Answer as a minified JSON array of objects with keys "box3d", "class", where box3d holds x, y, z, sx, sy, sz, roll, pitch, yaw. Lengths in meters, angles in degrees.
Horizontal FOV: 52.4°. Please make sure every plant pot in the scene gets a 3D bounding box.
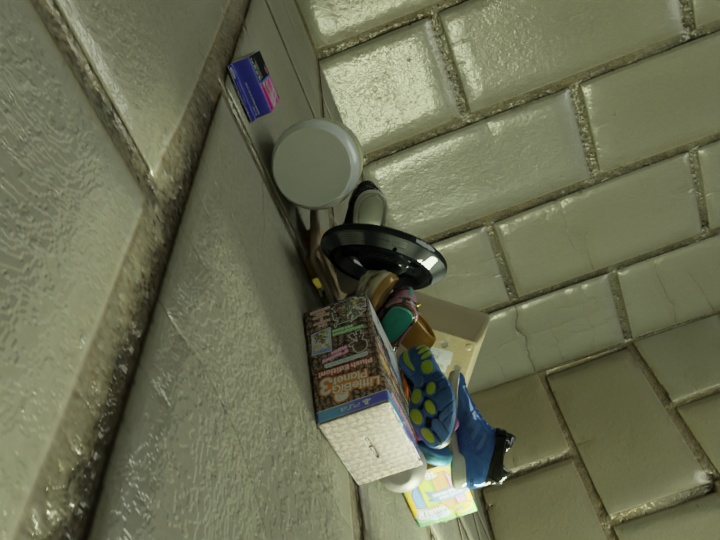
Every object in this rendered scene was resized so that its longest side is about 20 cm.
[{"box3d":[0.176,0.184,1.662,0.177,0.199,0.200,-59,166,-78],"class":"plant pot"}]

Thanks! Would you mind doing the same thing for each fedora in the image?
[{"box3d":[0.071,0.104,1.309,0.201,0.082,0.201,42,8,-8],"class":"fedora"}]

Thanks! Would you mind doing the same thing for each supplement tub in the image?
[{"box3d":[-0.070,-0.179,1.216,0.200,0.145,0.145,-79,148,-78],"class":"supplement tub"}]

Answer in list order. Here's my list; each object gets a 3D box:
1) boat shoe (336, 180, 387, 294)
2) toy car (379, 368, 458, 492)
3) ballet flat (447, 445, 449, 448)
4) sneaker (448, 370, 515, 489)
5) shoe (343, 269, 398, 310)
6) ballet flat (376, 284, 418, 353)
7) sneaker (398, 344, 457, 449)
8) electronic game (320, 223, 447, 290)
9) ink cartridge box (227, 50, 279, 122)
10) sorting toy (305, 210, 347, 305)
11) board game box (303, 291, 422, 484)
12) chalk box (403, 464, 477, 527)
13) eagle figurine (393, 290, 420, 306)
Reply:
[{"box3d":[-0.001,-0.053,1.223,0.060,0.074,0.200,-107,-158,-57],"class":"boat shoe"},{"box3d":[0.084,0.253,1.204,0.175,0.150,0.200,-41,111,-83],"class":"toy car"},{"box3d":[0.119,0.289,1.333,0.067,0.200,0.046,-64,155,-22],"class":"ballet flat"},{"box3d":[0.206,0.270,1.256,0.077,0.111,0.200,80,8,-66],"class":"sneaker"},{"box3d":[0.008,0.039,1.133,0.053,0.070,0.200,38,-20,2],"class":"shoe"},{"box3d":[0.036,0.097,1.154,0.069,0.200,0.071,30,39,-4],"class":"ballet flat"},{"box3d":[0.106,0.187,1.068,0.083,0.071,0.200,61,7,-27],"class":"sneaker"},{"box3d":[0.035,-0.020,1.129,0.200,0.200,0.042,58,43,-62],"class":"electronic game"},{"box3d":[-0.176,-0.311,1.222,0.200,0.037,0.095,-87,156,-69],"class":"ink cartridge box"},{"box3d":[-0.060,0.007,1.269,0.185,0.036,0.200,-97,171,-62],"class":"sorting toy"},{"box3d":[0.002,0.162,1.019,0.200,0.097,0.160,-102,170,-48],"class":"board game box"},{"box3d":[0.147,0.399,1.408,0.125,0.124,0.200,-98,167,-57],"class":"chalk box"},{"box3d":[0.058,0.093,1.584,0.152,0.151,0.200,31,52,-33],"class":"eagle figurine"}]
